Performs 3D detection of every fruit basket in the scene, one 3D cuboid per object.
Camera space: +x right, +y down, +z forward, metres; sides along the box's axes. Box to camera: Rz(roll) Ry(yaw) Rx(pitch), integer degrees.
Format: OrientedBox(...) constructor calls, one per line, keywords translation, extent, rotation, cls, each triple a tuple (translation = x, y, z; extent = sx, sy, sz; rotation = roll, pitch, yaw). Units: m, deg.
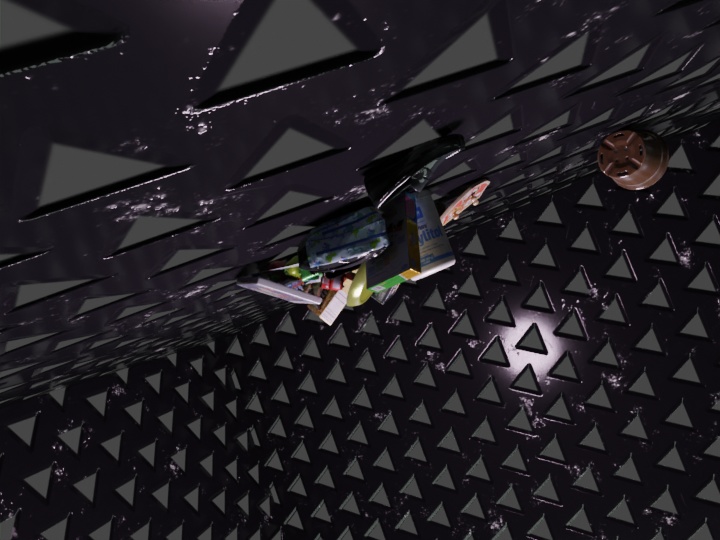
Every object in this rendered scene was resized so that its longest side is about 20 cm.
OrientedBox(translation=(-0.200, 0.007, 1.472), extent=(0.195, 0.096, 0.185), rotation=(-18, 175, -4), cls="fruit basket")

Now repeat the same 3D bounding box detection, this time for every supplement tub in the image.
OrientedBox(translation=(0.155, -0.090, 1.346), extent=(0.129, 0.204, 0.132), rotation=(-21, 176, -2), cls="supplement tub")

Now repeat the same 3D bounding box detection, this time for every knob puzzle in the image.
OrientedBox(translation=(0.322, -0.205, 1.572), extent=(0.218, 0.031, 0.220), rotation=(-37, 169, -8), cls="knob puzzle")

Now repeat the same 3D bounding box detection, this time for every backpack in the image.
OrientedBox(translation=(-0.028, -0.069, 1.216), extent=(0.196, 0.158, 0.162), rotation=(2, -173, 32), cls="backpack")

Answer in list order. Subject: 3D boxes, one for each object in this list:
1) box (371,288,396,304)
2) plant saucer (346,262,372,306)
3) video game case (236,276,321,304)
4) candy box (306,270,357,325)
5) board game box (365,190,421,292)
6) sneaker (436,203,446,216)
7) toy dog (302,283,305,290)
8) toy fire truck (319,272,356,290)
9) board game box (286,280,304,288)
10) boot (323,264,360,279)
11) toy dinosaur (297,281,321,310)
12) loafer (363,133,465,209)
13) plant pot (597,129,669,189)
OrientedBox(translation=(0.112, -0.009, 1.549), extent=(0.203, 0.045, 0.159), rotation=(-62, 170, 14), cls="box")
OrientedBox(translation=(0.027, 0.016, 1.408), extent=(0.201, 0.031, 0.201), rotation=(-54, 164, -22), cls="plant saucer")
OrientedBox(translation=(-0.233, 0.058, 1.468), extent=(0.197, 0.024, 0.181), rotation=(21, 168, -29), cls="video game case")
OrientedBox(translation=(-0.072, 0.058, 1.605), extent=(0.202, 0.055, 0.115), rotation=(-54, -152, -5), cls="candy box")
OrientedBox(translation=(0.074, -0.067, 1.254), extent=(0.040, 0.205, 0.151), rotation=(18, 150, -38), cls="board game box")
OrientedBox(translation=(0.212, -0.157, 1.639), extent=(0.197, 0.077, 0.070), rotation=(-17, 174, -44), cls="sneaker")
OrientedBox(translation=(-0.141, 0.016, 1.770), extent=(0.097, 0.133, 0.198), rotation=(-47, 155, 23), cls="toy dog")
OrientedBox(translation=(-0.035, 0.014, 1.466), extent=(0.137, 0.050, 0.200), rotation=(9, -166, 1), cls="toy fire truck")
OrientedBox(translation=(-0.266, 0.072, 2.273), extent=(0.133, 0.035, 0.200), rotation=(-20, 175, -17), cls="board game box")
OrientedBox(translation=(-0.010, -0.052, 1.367), extent=(0.197, 0.068, 0.132), rotation=(-27, -142, 11), cls="boot")
OrientedBox(translation=(-0.130, 0.016, 1.596), extent=(0.133, 0.202, 0.087), rotation=(-24, 136, 3), cls="toy dinosaur")
OrientedBox(translation=(0.098, -0.174, 0.918), extent=(0.197, 0.072, 0.068), rotation=(-24, 175, 24), cls="loafer")
OrientedBox(translation=(0.898, -0.380, 1.734), extent=(0.198, 0.205, 0.196), rotation=(-25, 166, 41), cls="plant pot")
